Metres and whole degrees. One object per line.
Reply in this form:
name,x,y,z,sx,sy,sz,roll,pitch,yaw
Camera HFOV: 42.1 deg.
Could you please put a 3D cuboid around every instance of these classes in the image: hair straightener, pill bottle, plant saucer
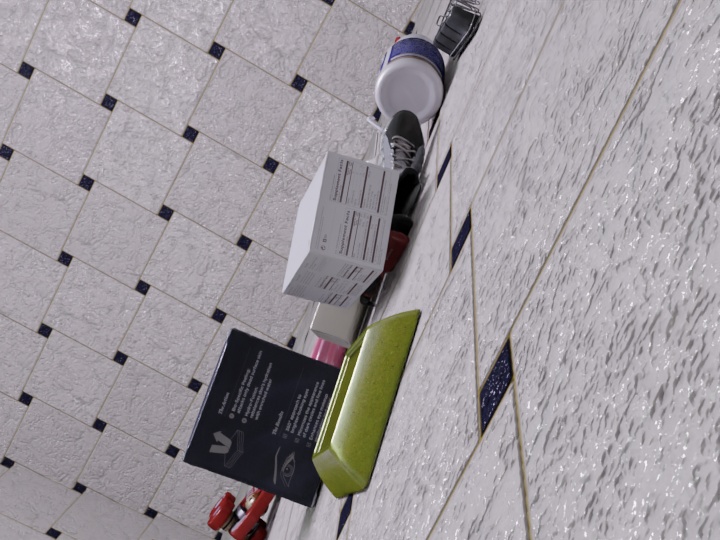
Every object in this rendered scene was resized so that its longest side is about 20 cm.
hair straightener,0.038,-0.016,1.402,0.201,0.040,0.077,109,178,-49
pill bottle,0.089,-0.336,1.615,0.201,0.115,0.117,-78,9,-60
plant saucer,-0.069,0.180,1.685,0.201,0.050,0.202,-159,90,-86
plant saucer,-0.003,0.150,1.064,0.200,0.047,0.202,122,167,-71

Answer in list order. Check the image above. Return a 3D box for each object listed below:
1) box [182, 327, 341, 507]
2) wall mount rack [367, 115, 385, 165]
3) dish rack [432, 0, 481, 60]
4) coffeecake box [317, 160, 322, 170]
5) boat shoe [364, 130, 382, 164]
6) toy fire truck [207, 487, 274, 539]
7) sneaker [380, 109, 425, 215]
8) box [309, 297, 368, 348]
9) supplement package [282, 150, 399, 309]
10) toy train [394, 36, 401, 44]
box,-0.132,0.214,1.364,0.117,0.198,0.199,134,157,-78
wall mount rack,0.061,-0.246,1.873,0.173,0.074,0.201,-13,-45,-49
dish rack,0.177,-0.455,1.498,0.153,0.054,0.202,150,142,-81
coffeecake box,-0.090,-0.299,3.301,0.200,0.152,0.074,-79,10,-64
boat shoe,0.036,-0.214,1.999,0.072,0.065,0.202,117,171,-69
toy fire truck,-0.223,0.485,1.942,0.168,0.112,0.200,-52,3,-8
sneaker,0.071,-0.160,1.434,0.115,0.074,0.202,150,131,-75
box,-0.014,0.019,1.519,0.082,0.068,0.202,65,-136,-73
supplement package,-0.033,-0.054,1.370,0.200,0.110,0.157,132,150,-66
toy train,0.108,-0.485,2.300,0.200,0.084,0.117,131,145,-77
